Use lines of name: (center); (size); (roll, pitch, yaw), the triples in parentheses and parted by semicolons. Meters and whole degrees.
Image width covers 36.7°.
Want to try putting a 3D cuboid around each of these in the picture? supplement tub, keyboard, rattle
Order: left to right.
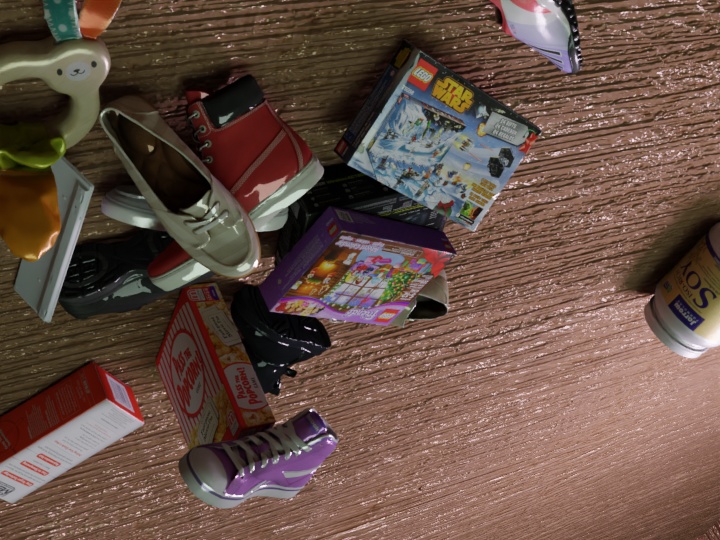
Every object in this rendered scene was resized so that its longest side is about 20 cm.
keyboard: (-0.303, -0.029, 1.063); (0.011, 0.056, 0.200); (-26, 155, -45)
rattle: (-0.249, -0.131, 0.883); (0.200, 0.143, 0.130); (-36, 130, 24)
supplement tub: (0.575, 0.034, 1.774); (0.145, 0.146, 0.200); (1, 138, -39)

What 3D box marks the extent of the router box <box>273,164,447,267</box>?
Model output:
router box: (0.006, -0.057, 1.262); (0.199, 0.062, 0.150); (-14, 145, -23)

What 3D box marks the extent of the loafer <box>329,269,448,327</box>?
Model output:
loafer: (0.038, 0.038, 1.422); (0.199, 0.068, 0.076); (-10, 144, -29)

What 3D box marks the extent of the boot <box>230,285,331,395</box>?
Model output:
boot: (-0.145, 0.106, 1.377); (0.162, 0.074, 0.198); (-35, 149, 17)

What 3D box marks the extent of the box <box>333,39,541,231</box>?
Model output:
box: (0.085, -0.139, 1.156); (0.199, 0.040, 0.137); (25, 106, -38)

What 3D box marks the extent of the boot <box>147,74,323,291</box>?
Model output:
boot: (-0.152, -0.088, 1.033); (0.200, 0.072, 0.144); (-42, 112, -5)

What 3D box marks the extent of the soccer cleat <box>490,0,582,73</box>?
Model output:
soccer cleat: (0.179, -0.260, 1.119); (0.073, 0.069, 0.200); (-13, 159, 21)

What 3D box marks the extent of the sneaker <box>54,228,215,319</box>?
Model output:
sneaker: (-0.230, 0.000, 1.161); (0.199, 0.076, 0.091); (-12, 153, -9)

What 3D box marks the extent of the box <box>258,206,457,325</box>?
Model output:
box: (0.000, 0.000, 1.241); (0.199, 0.039, 0.137); (9, 133, -46)

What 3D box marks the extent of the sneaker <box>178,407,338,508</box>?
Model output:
sneaker: (-0.099, 0.185, 1.146); (0.114, 0.073, 0.200); (-46, 155, 20)

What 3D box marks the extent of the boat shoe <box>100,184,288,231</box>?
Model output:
boat shoe: (-0.161, -0.079, 1.099); (0.199, 0.072, 0.069); (2, 110, -25)

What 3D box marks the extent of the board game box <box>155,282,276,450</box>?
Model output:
board game box: (-0.174, 0.139, 1.272); (0.046, 0.201, 0.152); (-6, 142, -31)

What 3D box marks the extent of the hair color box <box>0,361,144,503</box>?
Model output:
hair color box: (-0.379, 0.200, 1.330); (0.199, 0.061, 0.102); (-31, 149, 2)

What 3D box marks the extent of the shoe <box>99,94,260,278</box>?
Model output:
shoe: (-0.165, -0.072, 0.978); (0.070, 0.200, 0.053); (-39, -177, 6)
